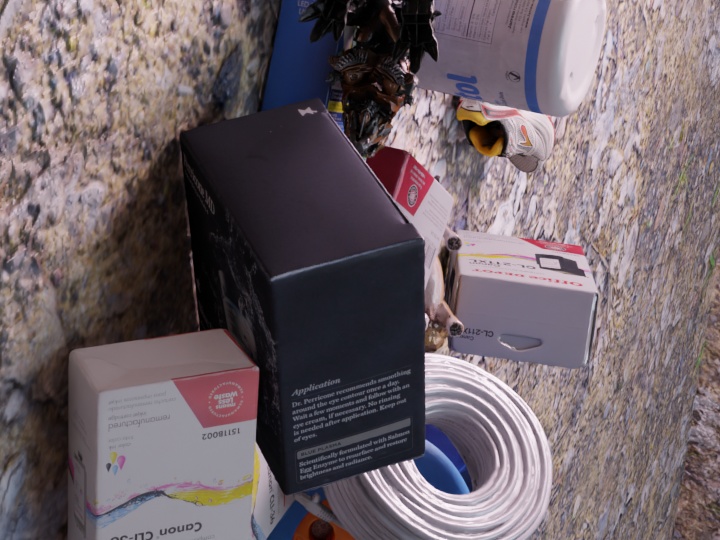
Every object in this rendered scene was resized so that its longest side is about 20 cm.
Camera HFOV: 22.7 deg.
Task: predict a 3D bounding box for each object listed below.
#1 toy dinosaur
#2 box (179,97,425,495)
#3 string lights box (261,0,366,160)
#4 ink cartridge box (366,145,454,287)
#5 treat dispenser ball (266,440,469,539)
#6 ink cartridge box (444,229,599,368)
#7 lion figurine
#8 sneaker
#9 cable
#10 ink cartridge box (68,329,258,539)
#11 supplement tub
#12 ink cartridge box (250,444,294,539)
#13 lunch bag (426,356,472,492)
[{"bbox_3d":[0.016,-0.189,1.369,0.136,0.102,0.201,-4,89,-80],"label":"toy dinosaur"},{"bbox_3d":[-0.042,0.016,1.296,0.117,0.197,0.201,-15,129,-17],"label":"box"},{"bbox_3d":[-0.022,-0.187,1.437,0.103,0.059,0.201,-5,108,-66],"label":"string lights box"},{"bbox_3d":[0.000,0.000,1.582,0.201,0.085,0.148,-70,158,-9],"label":"ink cartridge box"},{"bbox_3d":[0.005,0.235,1.581,0.201,0.200,0.202,14,90,-70],"label":"treat dispenser ball"},{"bbox_3d":[0.165,0.026,1.861,0.200,0.145,0.083,-84,-178,-76],"label":"ink cartridge box"},{"bbox_3d":[0.058,0.001,1.753,0.122,0.072,0.201,-142,-125,-75],"label":"lion figurine"},{"bbox_3d":[0.145,-0.152,1.901,0.200,0.078,0.082,44,65,-56],"label":"sneaker"},{"bbox_3d":[0.063,0.158,1.486,0.200,0.200,0.069,-54,179,-41],"label":"cable"},{"bbox_3d":[-0.138,0.150,1.241,0.116,0.067,0.201,-8,118,-25],"label":"ink cartridge box"},{"bbox_3d":[0.100,-0.213,1.540,0.132,0.199,0.133,14,90,-69],"label":"supplement tub"},{"bbox_3d":[-0.108,0.167,1.431,0.200,0.067,0.117,-53,149,-47],"label":"ink cartridge box"},{"bbox_3d":[0.066,0.160,1.774,0.136,0.132,0.200,-44,166,12],"label":"lunch bag"}]
